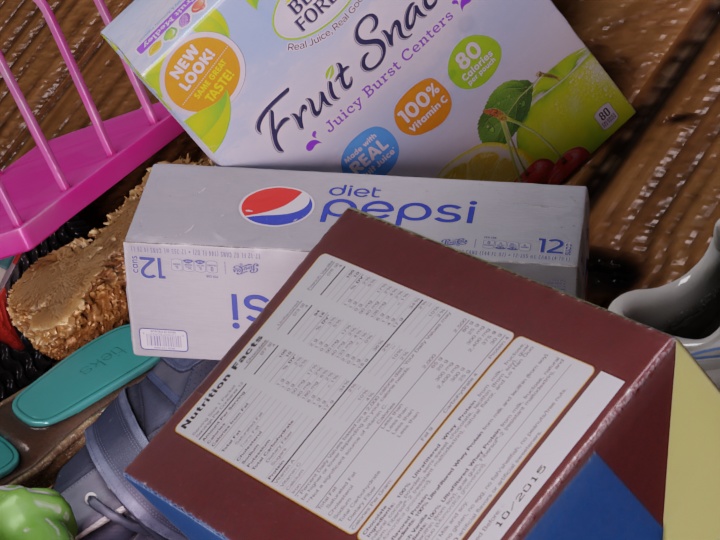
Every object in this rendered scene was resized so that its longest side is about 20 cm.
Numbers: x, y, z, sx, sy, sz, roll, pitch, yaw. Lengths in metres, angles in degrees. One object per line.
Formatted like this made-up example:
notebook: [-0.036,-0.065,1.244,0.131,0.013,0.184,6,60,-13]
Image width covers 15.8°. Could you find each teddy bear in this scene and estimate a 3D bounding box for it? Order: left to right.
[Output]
teddy bear: [-0.087,-0.015,1.355,0.145,0.067,0.200,18,58,48]

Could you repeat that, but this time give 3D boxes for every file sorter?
file sorter: [-0.204,-0.092,1.431,0.139,0.126,0.200,-15,17,35]

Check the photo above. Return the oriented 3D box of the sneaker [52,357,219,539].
sneaker: [-0.059,0.106,1.169,0.146,0.077,0.202,-46,38,5]

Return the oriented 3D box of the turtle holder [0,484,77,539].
turtle holder: [-0.215,0.144,1.108,0.186,0.141,0.132,-50,32,-9]

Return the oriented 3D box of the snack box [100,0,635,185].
snack box: [0.006,-0.092,1.209,0.169,0.200,0.068,-44,33,-1]

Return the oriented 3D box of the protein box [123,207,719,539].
protein box: [0.060,0.108,0.927,0.135,0.199,0.200,-50,34,-11]

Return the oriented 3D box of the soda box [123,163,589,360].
soda box: [0.000,0.000,1.143,0.200,0.064,0.068,3,34,7]

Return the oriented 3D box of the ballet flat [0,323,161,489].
ballet flat: [-0.167,0.096,1.251,0.200,0.065,0.070,-26,39,-26]

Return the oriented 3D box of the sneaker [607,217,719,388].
sneaker: [0.187,0.002,1.021,0.200,0.087,0.075,-29,34,17]

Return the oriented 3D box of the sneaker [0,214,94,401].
sneaker: [-0.223,0.046,1.402,0.093,0.070,0.200,-9,33,47]
